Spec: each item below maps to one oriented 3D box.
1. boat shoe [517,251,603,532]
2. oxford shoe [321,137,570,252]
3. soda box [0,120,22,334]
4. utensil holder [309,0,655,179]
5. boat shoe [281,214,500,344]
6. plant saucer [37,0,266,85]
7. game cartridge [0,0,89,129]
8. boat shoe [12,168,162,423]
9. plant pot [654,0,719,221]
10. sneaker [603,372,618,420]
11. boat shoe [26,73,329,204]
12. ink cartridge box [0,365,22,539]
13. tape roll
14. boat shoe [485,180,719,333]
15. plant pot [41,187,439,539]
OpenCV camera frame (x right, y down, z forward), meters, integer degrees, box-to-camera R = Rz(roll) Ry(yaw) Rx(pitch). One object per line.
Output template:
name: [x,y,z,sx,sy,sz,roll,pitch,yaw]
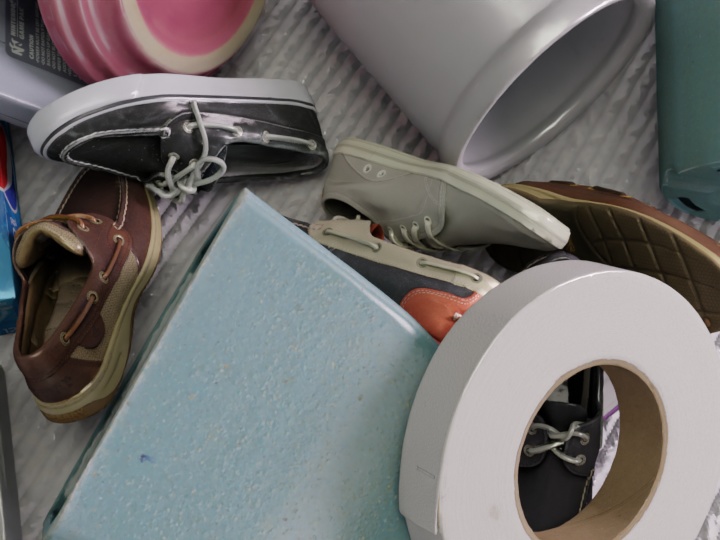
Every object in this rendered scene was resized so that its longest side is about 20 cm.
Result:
boat shoe: [0.104,0.085,0.731,0.072,0.063,0.201,7,77,3]
oxford shoe: [0.048,-0.035,0.801,0.200,0.075,0.058,20,81,45]
soda box: [-0.260,-0.059,0.827,0.067,0.064,0.201,-9,71,-7]
utensil holder: [0.065,-0.186,0.845,0.170,0.170,0.200,-35,72,-15]
boat shoe: [0.000,0.000,0.787,0.200,0.071,0.063,27,78,40]
plant saucer: [-0.119,-0.205,0.819,0.051,0.201,0.201,18,66,31]
game cartridge: [-0.223,-0.184,0.846,0.133,0.041,0.201,16,57,-41]
boat shoe: [-0.173,-0.006,0.777,0.072,0.072,0.201,-13,46,19]
plant pot: [0.277,-0.140,0.835,0.199,0.200,0.197,7,76,-1]
sneaker: [0.132,0.053,0.804,0.200,0.075,0.100,-35,76,-15]
boat shoe: [-0.111,-0.078,0.819,0.199,0.074,0.068,-5,65,-38]
ink cartridge box: [-0.304,0.130,0.740,0.199,0.084,0.147,-9,70,-7]
tape roll: [0.111,0.095,0.672,0.202,0.037,0.204,-7,104,-31]
boat shoe: [0.162,-0.020,0.796,0.067,0.072,0.200,-23,30,-33]
plant pot: [-0.041,0.104,0.712,0.199,0.196,0.197,31,76,-8]
